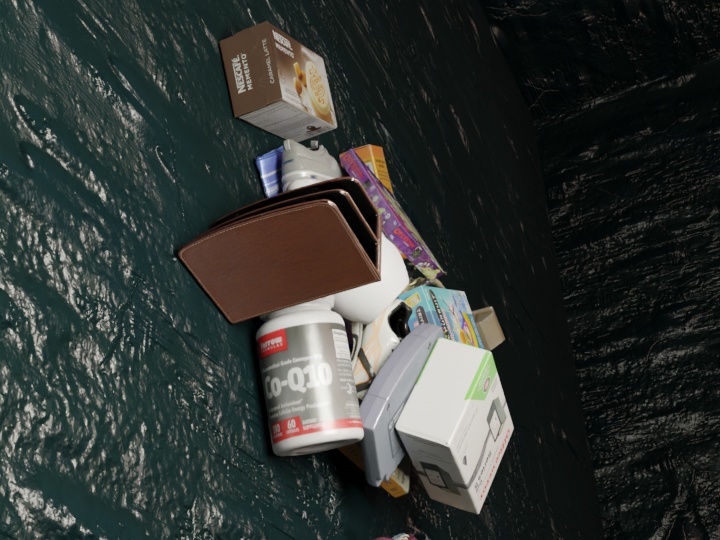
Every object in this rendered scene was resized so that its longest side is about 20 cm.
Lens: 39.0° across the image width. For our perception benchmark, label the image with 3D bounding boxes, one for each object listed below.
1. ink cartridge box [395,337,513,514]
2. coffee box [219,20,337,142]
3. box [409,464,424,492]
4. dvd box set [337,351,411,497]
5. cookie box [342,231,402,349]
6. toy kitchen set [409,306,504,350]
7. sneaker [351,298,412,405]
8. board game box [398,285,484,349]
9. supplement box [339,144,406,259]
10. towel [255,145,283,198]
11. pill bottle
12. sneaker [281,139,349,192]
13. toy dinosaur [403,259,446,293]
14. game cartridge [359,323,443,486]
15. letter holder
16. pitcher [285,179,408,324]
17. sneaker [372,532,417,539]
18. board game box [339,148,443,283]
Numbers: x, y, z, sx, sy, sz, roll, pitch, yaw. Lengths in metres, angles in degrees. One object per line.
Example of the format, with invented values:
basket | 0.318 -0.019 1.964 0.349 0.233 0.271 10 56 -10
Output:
ink cartridge box | 0.133 0.212 1.374 0.147 0.083 0.201 -61 148 -28
coffee box | -0.114 -0.265 1.457 0.200 0.079 0.116 12 64 -69
box | 0.053 0.220 1.588 0.158 0.049 0.202 54 28 -43
dvd box set | 0.002 0.200 1.410 0.200 0.029 0.147 44 33 -28
cookie box | 0.000 0.000 1.531 0.200 0.074 0.174 -59 142 -64
toy kitchen set | 0.163 0.165 1.774 0.181 0.161 0.202 -69 139 -60
sneaker | 0.026 0.127 1.373 0.073 0.079 0.203 25 62 -47
board game box | 0.143 0.108 1.664 0.199 0.046 0.153 9 60 -65
supplement box | 0.024 -0.109 1.745 0.066 0.068 0.203 -4 81 -68
towel | -0.090 -0.079 1.467 0.145 0.024 0.203 -41 114 -68
pill bottle | -0.067 0.116 1.242 0.114 0.112 0.203 24 52 -65
sneaker | -0.051 -0.149 1.480 0.200 0.074 0.083 1 78 -68
toy dinosaur | 0.093 0.019 1.722 0.198 0.088 0.048 -11 58 -42
game cartridge | 0.055 0.168 1.337 0.200 0.040 0.135 -51 148 -41
letter holder | -0.092 -0.042 1.162 0.102 0.197 0.143 -88 153 -42
pitcher | -0.029 -0.030 1.314 0.200 0.121 0.172 45 -10 -1
sneaker | 0.046 0.402 1.417 0.201 0.074 0.091 63 13 -47
board game box | 0.042 -0.079 1.423 0.120 0.032 0.201 39 15 -40
